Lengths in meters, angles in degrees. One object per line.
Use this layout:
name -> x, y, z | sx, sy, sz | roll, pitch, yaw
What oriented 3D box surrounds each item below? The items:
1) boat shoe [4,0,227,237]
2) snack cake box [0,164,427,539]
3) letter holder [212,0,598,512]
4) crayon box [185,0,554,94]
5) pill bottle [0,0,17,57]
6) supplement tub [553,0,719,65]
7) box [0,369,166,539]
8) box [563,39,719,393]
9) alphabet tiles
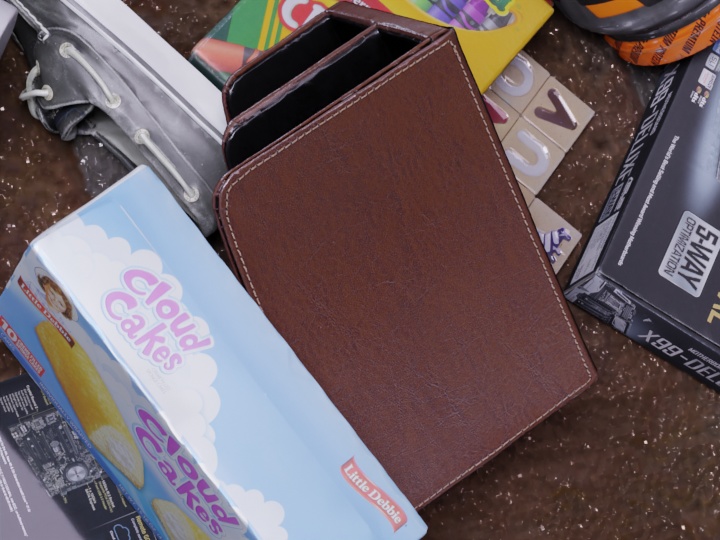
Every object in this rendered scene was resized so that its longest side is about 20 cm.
boat shoe -> -0.134, -0.097, 0.962 | 0.200, 0.071, 0.064 | 40, 76, 3
snack cake box -> -0.071, 0.065, 0.861 | 0.067, 0.115, 0.200 | -37, 87, -25
letter holder -> 0.000, 0.000, 0.914 | 0.142, 0.101, 0.200 | -36, 119, -18
crayon box -> 0.012, -0.129, 1.030 | 0.127, 0.051, 0.200 | 41, 64, -4
pill bottle -> -0.268, -0.125, 0.898 | 0.200, 0.113, 0.114 | 27, 66, -9
supplement tub -> 0.129, -0.212, 1.036 | 0.200, 0.122, 0.123 | 49, 60, -31
box -> -0.125, 0.143, 0.905 | 0.160, 0.044, 0.200 | -21, 81, -24
box -> 0.221, -0.032, 1.083 | 0.158, 0.050, 0.200 | 32, 65, -8
alphabet tiles -> 0.039, -0.047, 1.046 | 0.167, 0.008, 0.200 | 39, 65, -4
